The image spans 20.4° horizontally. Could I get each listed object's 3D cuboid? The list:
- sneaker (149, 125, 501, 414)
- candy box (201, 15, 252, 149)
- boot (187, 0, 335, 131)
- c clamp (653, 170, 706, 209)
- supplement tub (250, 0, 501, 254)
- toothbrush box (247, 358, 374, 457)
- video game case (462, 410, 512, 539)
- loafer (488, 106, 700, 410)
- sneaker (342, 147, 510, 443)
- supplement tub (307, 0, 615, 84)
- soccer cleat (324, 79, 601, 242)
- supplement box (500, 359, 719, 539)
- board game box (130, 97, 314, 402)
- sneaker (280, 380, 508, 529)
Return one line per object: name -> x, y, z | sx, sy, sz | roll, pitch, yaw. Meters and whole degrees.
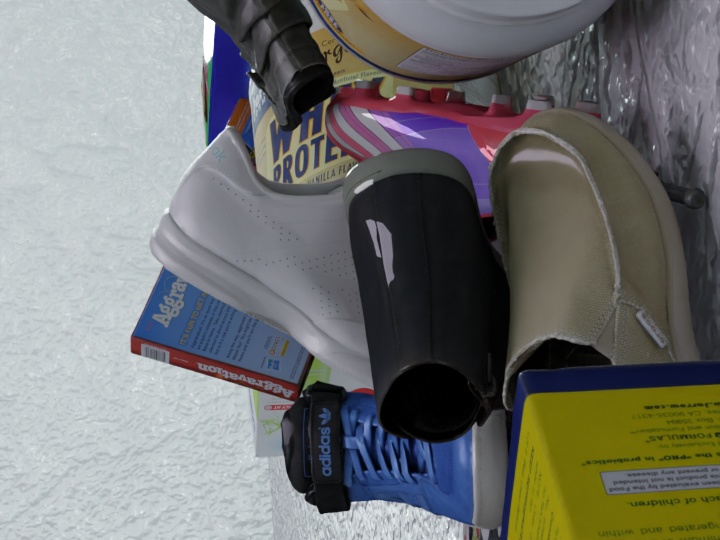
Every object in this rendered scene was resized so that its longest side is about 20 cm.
sneaker -> 0.000, 0.000, 0.993 | 0.089, 0.200, 0.075 | -61, 7, 10
candy box -> -0.015, -0.152, 1.274 | 0.200, 0.169, 0.077 | 99, 164, -58
boot -> -0.053, -0.141, 0.964 | 0.131, 0.068, 0.200 | 57, 179, 8
c clamp -> 0.098, 0.044, 0.896 | 0.171, 0.027, 0.200 | -112, 35, -77
supplement tub -> 0.013, -0.067, 1.131 | 0.144, 0.144, 0.200 | 99, 165, -58
toothbrush box -> 0.001, 0.028, 1.310 | 0.200, 0.145, 0.086 | 97, 167, -49
video game case -> 0.090, 0.159, 1.091 | 0.200, 0.036, 0.182 | -130, 39, -77
loafer -> 0.089, 0.022, 0.792 | 0.076, 0.068, 0.200 | -44, 55, 45
sneaker -> 0.037, 0.042, 0.876 | 0.200, 0.075, 0.106 | 57, -154, -57
supplement tub -> 0.049, -0.162, 0.888 | 0.200, 0.144, 0.145 | 180, 87, -83
soccer cleat -> 0.042, -0.049, 0.954 | 0.200, 0.067, 0.077 | 11, 98, 54
supplement box -> 0.115, 0.131, 0.619 | 0.200, 0.109, 0.109 | -102, 11, -53
board game box -> -0.056, -0.017, 1.198 | 0.019, 0.103, 0.200 | 100, -172, -52
sneaker -> 0.014, 0.101, 1.094 | 0.200, 0.111, 0.077 | 180, 91, -82
